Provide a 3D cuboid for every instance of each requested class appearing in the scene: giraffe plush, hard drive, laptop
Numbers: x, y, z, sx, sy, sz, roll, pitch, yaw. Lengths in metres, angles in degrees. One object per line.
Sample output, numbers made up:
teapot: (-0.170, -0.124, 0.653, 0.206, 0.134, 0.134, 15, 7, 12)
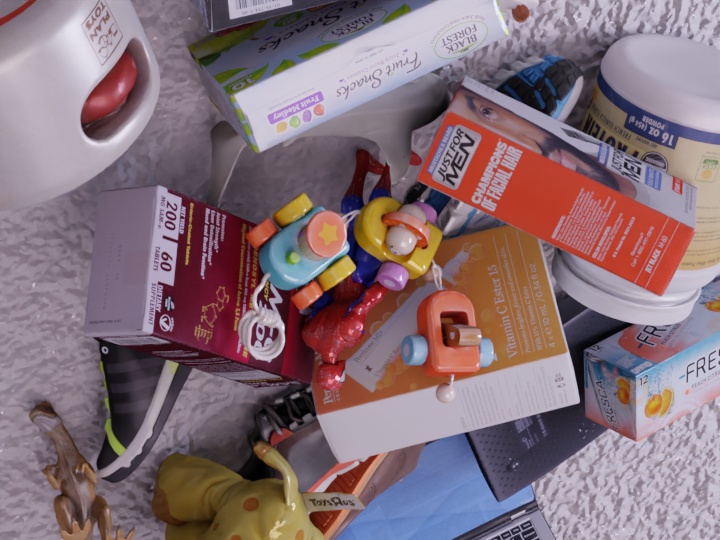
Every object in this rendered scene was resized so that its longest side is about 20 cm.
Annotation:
giraffe plush: (-0.106, 0.250, 1.742, 0.173, 0.162, 0.200, 48, 139, -18)
hard drive: (0.171, 0.095, 1.876, 0.200, 0.042, 0.135, -35, 130, -12)
laptop: (0.089, 0.259, 1.922, 0.187, 0.200, 0.116, -25, 162, -7)

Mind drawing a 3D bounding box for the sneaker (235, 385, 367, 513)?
sneaker: (-0.042, 0.129, 1.800, 0.082, 0.077, 0.200, 29, 106, -29)

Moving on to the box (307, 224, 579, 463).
box: (0.058, 0.056, 1.717, 0.199, 0.125, 0.098, -15, 151, 3)

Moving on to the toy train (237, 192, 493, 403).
toy train: (0.012, 0.014, 1.595, 0.199, 0.151, 0.056, 7, 163, -25)

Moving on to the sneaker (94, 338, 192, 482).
sneaker: (-0.176, 0.072, 1.718, 0.083, 0.072, 0.200, 27, 112, -4)

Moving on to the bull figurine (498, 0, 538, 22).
bull figurine: (0.133, -0.278, 1.613, 0.121, 0.065, 0.200, -27, 131, -11)

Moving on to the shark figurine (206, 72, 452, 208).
shark figurine: (-0.009, -0.099, 1.618, 0.214, 0.128, 0.090, -16, 84, -20)

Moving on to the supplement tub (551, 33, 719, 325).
supplement tub: (0.237, -0.072, 1.745, 0.144, 0.144, 0.201, 1, 120, -25)

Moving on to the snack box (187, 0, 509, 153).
snack box: (-0.012, -0.164, 1.568, 0.200, 0.142, 0.053, -26, 116, -7)

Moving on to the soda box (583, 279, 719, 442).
soda box: (0.280, 0.071, 1.870, 0.200, 0.063, 0.069, -25, 124, -34)

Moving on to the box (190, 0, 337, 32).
box: (-0.034, -0.264, 1.513, 0.199, 0.115, 0.132, -15, 128, -13)

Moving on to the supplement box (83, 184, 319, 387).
supplement box: (-0.111, 0.015, 1.613, 0.200, 0.061, 0.109, 21, 70, -52)

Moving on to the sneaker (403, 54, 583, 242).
sneaker: (0.117, -0.085, 1.738, 0.087, 0.075, 0.200, 19, 120, -40)

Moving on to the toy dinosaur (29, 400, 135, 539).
toy dinosaur: (-0.223, 0.197, 1.755, 0.060, 0.106, 0.201, -13, 119, -18)

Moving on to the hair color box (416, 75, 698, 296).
hair color box: (0.148, -0.065, 1.623, 0.199, 0.111, 0.064, 24, 111, 0)

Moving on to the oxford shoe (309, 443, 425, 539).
oxford shoe: (0.006, 0.175, 1.854, 0.073, 0.071, 0.200, 24, 109, -40)

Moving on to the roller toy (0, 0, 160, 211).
roller toy: (-0.235, -0.144, 1.456, 0.200, 0.183, 0.140, -27, 128, -6)

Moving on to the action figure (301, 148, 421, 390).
action figure: (0.000, 0.000, 1.662, 0.052, 0.065, 0.201, 39, 57, -37)
